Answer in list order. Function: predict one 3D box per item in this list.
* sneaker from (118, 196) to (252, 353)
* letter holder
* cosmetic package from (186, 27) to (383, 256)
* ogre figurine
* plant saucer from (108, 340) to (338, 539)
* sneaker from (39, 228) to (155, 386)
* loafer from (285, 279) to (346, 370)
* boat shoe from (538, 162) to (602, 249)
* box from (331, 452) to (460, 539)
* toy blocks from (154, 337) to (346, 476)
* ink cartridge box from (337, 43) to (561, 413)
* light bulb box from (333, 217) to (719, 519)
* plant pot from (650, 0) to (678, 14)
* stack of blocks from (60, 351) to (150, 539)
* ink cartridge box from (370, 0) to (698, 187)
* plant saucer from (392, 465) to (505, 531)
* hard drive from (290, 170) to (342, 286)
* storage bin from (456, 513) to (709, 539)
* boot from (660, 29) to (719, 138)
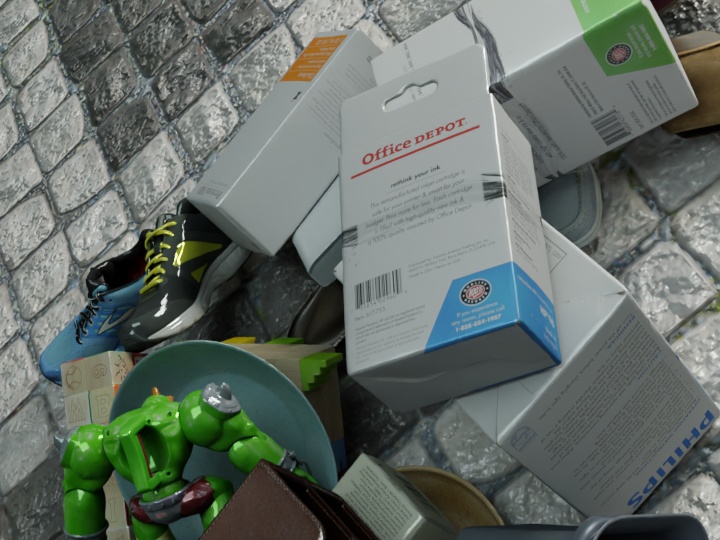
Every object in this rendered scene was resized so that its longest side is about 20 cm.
[{"bbox_3d":[-0.172,-0.001,1.115,0.074,0.085,0.201,-23,19,31],"label":"sneaker"},{"bbox_3d":[-0.061,0.254,0.805,0.201,0.100,0.142,-52,51,2],"label":"letter holder"},{"bbox_3d":[-0.057,-0.116,1.100,0.201,0.071,0.101,-53,23,-9],"label":"cosmetic package"},{"bbox_3d":[-0.138,0.153,0.905,0.197,0.122,0.098,-11,18,28],"label":"ogre figurine"},{"bbox_3d":[-0.103,0.144,0.965,0.198,0.039,0.204,7,110,19],"label":"plant saucer"},{"bbox_3d":[-0.246,0.028,1.201,0.200,0.090,0.079,-44,49,9],"label":"sneaker"},{"bbox_3d":[0.000,0.000,1.054,0.201,0.071,0.073,-50,49,2],"label":"loafer"},{"bbox_3d":[0.142,-0.104,1.013,0.074,0.065,0.205,-25,55,23],"label":"boat shoe"},{"bbox_3d":[-0.021,0.240,0.895,0.201,0.068,0.082,-51,49,3],"label":"box"},{"bbox_3d":[-0.088,0.134,1.021,0.197,0.099,0.139,-2,98,33],"label":"toy blocks"},{"bbox_3d":[0.051,-0.028,0.769,0.115,0.068,0.203,-19,56,25],"label":"ink cartridge box"},{"bbox_3d":[0.117,0.051,0.858,0.125,0.200,0.198,-47,49,2],"label":"light bulb box"},{"bbox_3d":[0.190,-0.303,1.015,0.198,0.199,0.182,-21,70,24],"label":"plant pot"},{"bbox_3d":[-0.188,0.176,1.062,0.058,0.115,0.203,-15,76,28],"label":"stack of blocks"},{"bbox_3d":[0.127,-0.138,0.911,0.198,0.145,0.085,-27,57,18],"label":"ink cartridge box"},{"bbox_3d":[0.035,0.248,0.919,0.198,0.035,0.203,-16,59,28],"label":"plant saucer"},{"bbox_3d":[-0.012,-0.073,1.077,0.132,0.027,0.200,-46,23,6],"label":"hard drive"},{"bbox_3d":[0.135,0.248,0.784,0.133,0.144,0.204,-1,84,50],"label":"storage bin"},{"bbox_3d":[0.312,-0.153,0.928,0.198,0.073,0.077,-16,72,36],"label":"boot"}]
